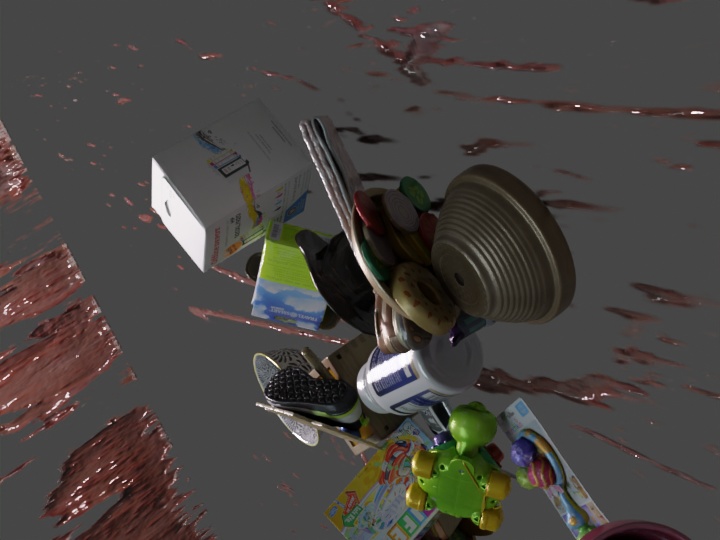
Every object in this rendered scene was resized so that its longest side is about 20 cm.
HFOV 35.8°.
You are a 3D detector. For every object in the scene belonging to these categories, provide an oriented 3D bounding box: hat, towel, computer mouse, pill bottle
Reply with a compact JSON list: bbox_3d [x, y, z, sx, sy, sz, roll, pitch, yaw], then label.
[{"bbox_3d":[0.000,0.000,1.585,0.201,0.081,0.201,46,-164,-17],"label":"hat"},{"bbox_3d":[-0.019,-0.109,1.457,0.191,0.032,0.202,-58,-54,-82],"label":"towel"},{"bbox_3d":[0.129,0.225,1.690,0.201,0.044,0.109,56,162,-10],"label":"computer mouse"},{"bbox_3d":[0.075,0.138,1.556,0.112,0.111,0.200,57,146,1],"label":"pill bottle"}]

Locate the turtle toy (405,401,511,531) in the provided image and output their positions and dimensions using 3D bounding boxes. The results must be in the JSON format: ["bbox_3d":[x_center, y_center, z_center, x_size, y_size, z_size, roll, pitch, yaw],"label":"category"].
[{"bbox_3d":[0.148,0.275,1.588,0.144,0.101,0.201,15,132,9],"label":"turtle toy"}]

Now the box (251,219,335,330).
[{"bbox_3d":[-0.102,0.011,1.765,0.121,0.048,0.201,14,142,-3],"label":"box"}]

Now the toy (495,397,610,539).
[{"bbox_3d":[0.245,0.280,1.514,0.201,0.047,0.115,53,156,11],"label":"toy"}]

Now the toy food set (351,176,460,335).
[{"bbox_3d":[0.061,-0.022,1.360,0.048,0.200,0.199,-35,94,33],"label":"toy food set"}]

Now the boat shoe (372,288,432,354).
[{"bbox_3d":[0.046,0.016,1.428,0.071,0.202,0.075,-27,135,37],"label":"boat shoe"}]

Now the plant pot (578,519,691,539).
[{"bbox_3d":[0.321,0.404,1.364,0.201,0.199,0.179,55,172,5],"label":"plant pot"}]

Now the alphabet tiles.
[{"bbox_3d":[-0.065,0.241,1.727,0.165,0.006,0.199,26,168,-28],"label":"alphabet tiles"}]

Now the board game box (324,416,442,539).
[{"bbox_3d":[0.057,0.345,1.704,0.134,0.200,0.034,42,-177,25],"label":"board game box"}]

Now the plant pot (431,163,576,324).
[{"bbox_3d":[0.146,-0.013,1.289,0.201,0.092,0.202,45,153,30],"label":"plant pot"}]

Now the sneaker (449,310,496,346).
[{"bbox_3d":[0.087,0.030,1.466,0.199,0.087,0.075,30,145,47],"label":"sneaker"}]

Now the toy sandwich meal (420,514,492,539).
[{"bbox_3d":[0.135,0.398,1.777,0.070,0.205,0.206,-39,83,28],"label":"toy sandwich meal"}]

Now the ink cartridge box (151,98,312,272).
[{"bbox_3d":[-0.198,-0.127,1.693,0.145,0.199,0.148,50,156,16],"label":"ink cartridge box"}]

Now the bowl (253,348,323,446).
[{"bbox_3d":[-0.104,0.216,2.076,0.201,0.094,0.202,45,154,28],"label":"bowl"}]

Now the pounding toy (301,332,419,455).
[{"bbox_3d":[-0.011,0.190,1.793,0.185,0.142,0.200,55,156,6],"label":"pounding toy"}]

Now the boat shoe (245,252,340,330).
[{"bbox_3d":[-0.104,0.035,1.897,0.199,0.072,0.068,38,-179,23],"label":"boat shoe"}]

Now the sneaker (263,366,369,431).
[{"bbox_3d":[-0.068,0.208,1.701,0.199,0.072,0.083,11,142,47],"label":"sneaker"}]
